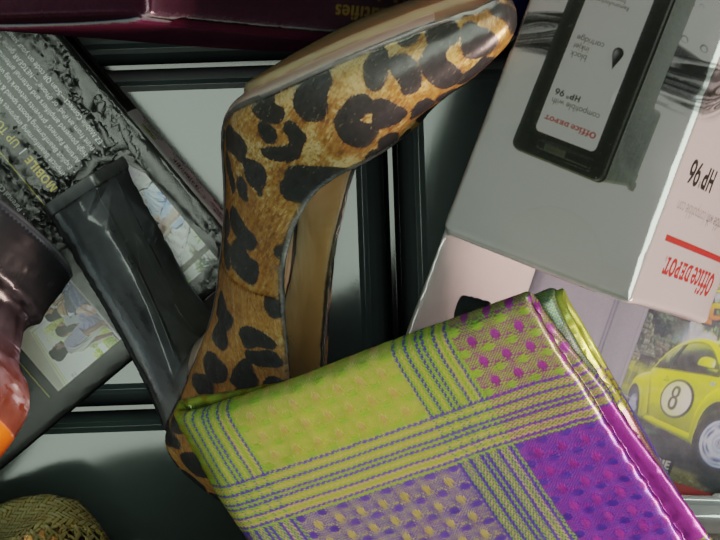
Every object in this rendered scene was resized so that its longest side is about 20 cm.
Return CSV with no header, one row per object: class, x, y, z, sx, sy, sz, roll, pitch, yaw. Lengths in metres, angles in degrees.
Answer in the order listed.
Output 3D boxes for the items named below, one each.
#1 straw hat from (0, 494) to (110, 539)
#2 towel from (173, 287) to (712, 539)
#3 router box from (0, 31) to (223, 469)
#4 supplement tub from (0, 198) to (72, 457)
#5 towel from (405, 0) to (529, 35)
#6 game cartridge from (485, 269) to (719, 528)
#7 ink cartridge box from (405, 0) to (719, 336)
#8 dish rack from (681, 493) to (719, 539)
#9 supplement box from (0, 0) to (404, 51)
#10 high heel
straw hat,-0.120,0.130,0.880,0.201,0.201,0.085,-29,52,1
towel,0.045,0.095,0.800,0.143,0.023,0.200,-21,121,26
router box,-0.157,-0.035,0.892,0.149,0.051,0.200,-39,94,1
supplement tub,-0.180,0.058,0.810,0.107,0.107,0.200,36,78,-2
towel,0.051,-0.180,0.842,0.049,0.148,0.201,6,91,13
game cartridge,0.137,0.051,0.899,0.200,0.041,0.133,17,100,-2
ink cartridge box,0.091,-0.051,0.799,0.068,0.116,0.200,22,94,20
dish rack,0.078,0.165,0.892,0.199,0.044,0.172,2,105,4
supplement box,-0.055,-0.177,0.837,0.103,0.131,0.201,4,93,42
high heel,0.000,0.000,0.812,0.200,0.071,0.143,-27,95,36
